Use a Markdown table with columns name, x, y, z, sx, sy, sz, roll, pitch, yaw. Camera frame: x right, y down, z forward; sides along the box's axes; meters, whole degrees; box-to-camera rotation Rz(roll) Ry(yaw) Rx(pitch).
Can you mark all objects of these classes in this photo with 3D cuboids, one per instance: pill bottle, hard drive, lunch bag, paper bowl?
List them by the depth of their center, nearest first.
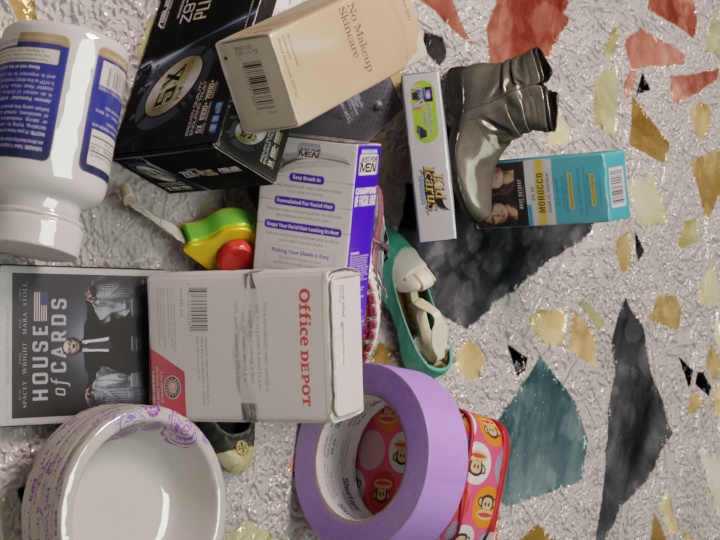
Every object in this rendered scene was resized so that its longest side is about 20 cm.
| name | x | y | z | sx | sy | sz | roll | pitch | yaw |
| --- | --- | --- | --- | --- | --- | --- | --- | --- | --- |
| pill bottle | -0.285 | -0.115 | 1.470 | 0.119 | 0.119 | 0.202 | 19 | 76 | -44 |
| paper bowl | -0.232 | 0.226 | 1.522 | 0.200 | 0.104 | 0.203 | -1 | 91 | -45 |
| hard drive | -0.056 | -0.159 | 1.696 | 0.200 | 0.042 | 0.135 | -40 | 138 | -11 |
| lunch bag | 0.064 | 0.238 | 1.760 | 0.082 | 0.199 | 0.178 | 19 | 77 | -42 |

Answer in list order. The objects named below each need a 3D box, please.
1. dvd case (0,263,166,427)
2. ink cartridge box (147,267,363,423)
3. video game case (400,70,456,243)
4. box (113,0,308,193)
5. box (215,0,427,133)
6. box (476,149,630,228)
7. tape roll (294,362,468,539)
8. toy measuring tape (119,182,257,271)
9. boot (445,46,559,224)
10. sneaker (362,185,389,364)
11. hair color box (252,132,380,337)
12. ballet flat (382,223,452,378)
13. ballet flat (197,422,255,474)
| name | x | y | z | sx | sy | sz | roll | pitch | yaw |
| --- | --- | --- | --- | --- | --- | --- | --- | --- | --- |
| dvd case | -0.269 | 0.071 | 1.548 | 0.199 | 0.025 | 0.152 | 2 | 87 | -47 |
| ink cartridge box | -0.101 | 0.072 | 1.575 | 0.085 | 0.198 | 0.147 | -6 | 95 | -67 |
| video game case | 0.078 | -0.130 | 1.813 | 0.200 | 0.045 | 0.183 | -67 | 151 | -84 |
| box | -0.140 | -0.188 | 1.591 | 0.086 | 0.163 | 0.202 | 30 | 68 | -41 |
| box | -0.034 | -0.210 | 1.529 | 0.200 | 0.077 | 0.096 | -35 | 113 | -41 |
| box | 0.227 | -0.097 | 1.938 | 0.049 | 0.199 | 0.083 | -11 | 97 | -47 |
| tape roll | 0.020 | 0.202 | 1.715 | 0.065 | 0.199 | 0.202 | 13 | 80 | -45 |
| toy measuring tape | -0.155 | -0.048 | 1.632 | 0.200 | 0.073 | 0.074 | 39 | 62 | -40 |
| boot | 0.173 | -0.163 | 1.914 | 0.068 | 0.130 | 0.202 | 12 | 72 | -64 |
| sneaker | 0.000 | 0.000 | 1.683 | 0.074 | 0.080 | 0.202 | -5 | 98 | -60 |
| hair color box | -0.047 | -0.035 | 1.627 | 0.065 | 0.109 | 0.202 | -12 | 109 | -63 |
| ballet flat | 0.064 | 0.033 | 1.859 | 0.067 | 0.070 | 0.201 | -33 | 111 | -41 |
| ballet flat | -0.137 | 0.112 | 1.659 | 0.066 | 0.057 | 0.202 | -10 | 96 | -44 |
